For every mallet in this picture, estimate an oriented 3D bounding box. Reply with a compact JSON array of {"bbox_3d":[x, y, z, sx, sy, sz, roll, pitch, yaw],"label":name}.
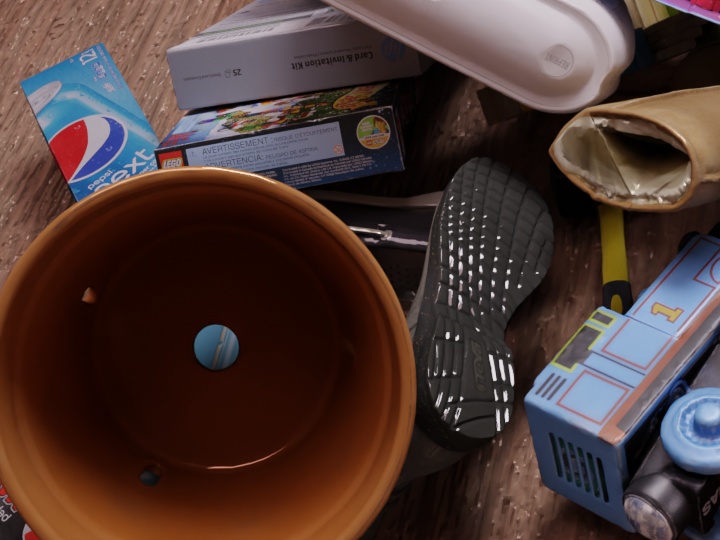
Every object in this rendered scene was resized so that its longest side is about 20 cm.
[{"bbox_3d":[0.130,0.005,1.083,0.065,0.041,0.201,-4,48,17],"label":"mallet"}]

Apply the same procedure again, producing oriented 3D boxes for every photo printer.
[{"bbox_3d":[0.057,-0.157,1.080,0.199,0.070,0.167,26,19,-4],"label":"photo printer"}]

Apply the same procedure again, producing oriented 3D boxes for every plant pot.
[{"bbox_3d":[-0.073,0.046,0.956,0.199,0.202,0.140,-20,7,2],"label":"plant pot"}]

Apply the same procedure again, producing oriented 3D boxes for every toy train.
[{"bbox_3d":[0.173,0.044,0.964,0.114,0.087,0.200,26,60,33],"label":"toy train"}]

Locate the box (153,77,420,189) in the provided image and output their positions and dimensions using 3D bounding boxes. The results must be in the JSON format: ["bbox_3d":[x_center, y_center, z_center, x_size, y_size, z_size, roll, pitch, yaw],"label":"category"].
[{"bbox_3d":[-0.037,-0.086,1.173,0.135,0.038,0.200,-11,14,7],"label":"box"}]

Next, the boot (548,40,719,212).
[{"bbox_3d":[0.176,-0.080,1.046,0.199,0.067,0.174,-13,15,-38],"label":"boot"}]

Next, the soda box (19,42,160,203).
[{"bbox_3d":[-0.152,-0.059,1.244,0.064,0.068,0.200,-27,41,-7],"label":"soda box"}]

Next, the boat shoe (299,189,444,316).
[{"bbox_3d":[0.000,0.000,1.118,0.198,0.074,0.061,-1,39,10],"label":"boat shoe"}]

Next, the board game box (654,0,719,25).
[{"bbox_3d":[0.191,-0.166,1.074,0.199,0.039,0.158,23,18,7],"label":"board game box"}]

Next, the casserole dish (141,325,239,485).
[{"bbox_3d":[-0.104,0.043,1.086,0.120,0.039,0.202,5,70,31],"label":"casserole dish"}]

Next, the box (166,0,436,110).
[{"bbox_3d":[-0.016,-0.150,1.238,0.155,0.042,0.200,-7,16,16],"label":"box"}]

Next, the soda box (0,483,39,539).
[{"bbox_3d":[-0.165,0.138,1.036,0.063,0.071,0.200,-39,45,-16],"label":"soda box"}]

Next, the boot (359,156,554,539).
[{"bbox_3d":[0.030,0.039,1.027,0.131,0.067,0.201,-44,20,43],"label":"boot"}]

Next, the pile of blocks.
[{"bbox_3d":[0.160,-0.150,1.185,0.199,0.063,0.082,-21,2,2],"label":"pile of blocks"}]
